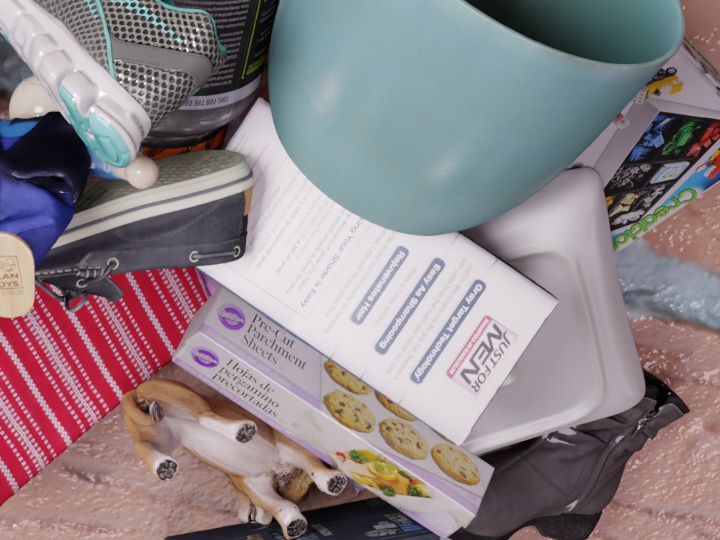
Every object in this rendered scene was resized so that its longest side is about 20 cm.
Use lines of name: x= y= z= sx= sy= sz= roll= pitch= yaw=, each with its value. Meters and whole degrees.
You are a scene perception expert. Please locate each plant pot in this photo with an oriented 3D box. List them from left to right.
plant pot: x=0.043 y=-0.116 z=1.191 sx=0.200 sy=0.201 sz=0.161 roll=17 pitch=127 yaw=-25

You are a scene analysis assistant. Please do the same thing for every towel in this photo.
towel: x=-0.177 y=0.038 z=1.332 sx=0.200 sy=0.022 sz=0.145 roll=-41 pitch=132 yaw=-22

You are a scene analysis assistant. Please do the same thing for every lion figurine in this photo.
lion figurine: x=-0.088 y=0.104 z=1.389 sx=0.072 sy=0.122 sz=0.200 roll=-51 pitch=131 yaw=-3

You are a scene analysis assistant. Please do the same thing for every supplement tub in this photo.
supplement tub: x=-0.102 y=-0.159 z=1.204 sx=0.122 sy=0.123 sz=0.200 roll=4 pitch=123 yaw=-17

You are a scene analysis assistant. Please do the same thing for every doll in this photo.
doll: x=-0.167 y=-0.041 z=1.111 sx=0.136 sy=0.200 sz=0.049 roll=-10 pitch=118 yaw=9

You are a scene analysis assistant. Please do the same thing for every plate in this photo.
plate: x=0.065 y=0.045 z=1.347 sx=0.199 sy=0.032 sz=0.200 roll=-16 pitch=131 yaw=2

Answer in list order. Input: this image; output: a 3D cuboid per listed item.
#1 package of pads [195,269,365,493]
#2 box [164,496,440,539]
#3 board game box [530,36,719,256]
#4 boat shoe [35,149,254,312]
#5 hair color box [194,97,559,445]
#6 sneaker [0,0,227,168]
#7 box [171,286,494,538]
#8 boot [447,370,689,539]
package of pads: x=-0.003 y=0.038 z=1.400 sx=0.120 sy=0.076 sz=0.200 roll=-33 pitch=127 yaw=3
box: x=-0.039 y=0.188 z=1.429 sx=0.157 sy=0.200 sz=0.051 roll=-10 pitch=91 yaw=-7
board game box: x=0.124 y=-0.059 z=1.316 sx=0.200 sy=0.035 sz=0.126 roll=-35 pitch=131 yaw=20
boat shoe: x=-0.147 y=-0.011 z=1.176 sx=0.200 sy=0.075 sz=0.062 roll=-15 pitch=113 yaw=-20
hair color box: x=0.000 y=0.000 z=1.257 sx=0.200 sy=0.061 sz=0.100 roll=34 pitch=92 yaw=0
sneaker: x=-0.134 y=-0.136 z=1.118 sx=0.091 sy=0.200 sz=0.078 roll=-35 pitch=147 yaw=-7
box: x=-0.014 y=0.085 z=1.321 sx=0.200 sy=0.041 sz=0.039 roll=35 pitch=138 yaw=-10
boot: x=0.121 y=0.111 z=1.473 sx=0.200 sy=0.070 sz=0.132 roll=2 pitch=129 yaw=-52
